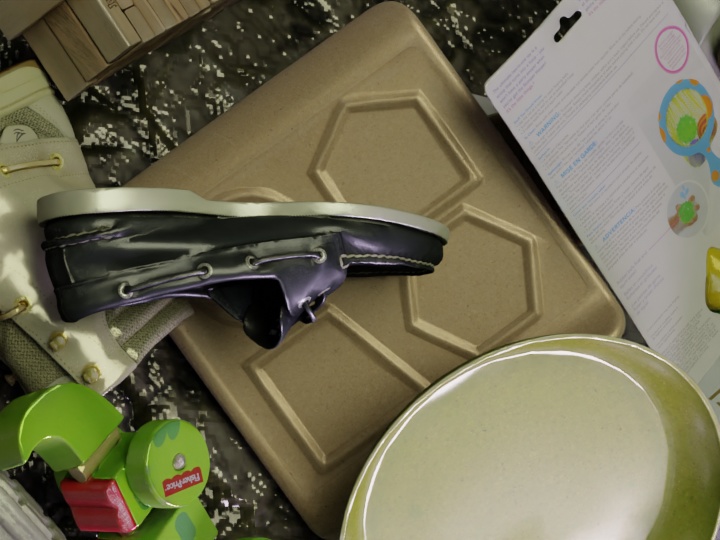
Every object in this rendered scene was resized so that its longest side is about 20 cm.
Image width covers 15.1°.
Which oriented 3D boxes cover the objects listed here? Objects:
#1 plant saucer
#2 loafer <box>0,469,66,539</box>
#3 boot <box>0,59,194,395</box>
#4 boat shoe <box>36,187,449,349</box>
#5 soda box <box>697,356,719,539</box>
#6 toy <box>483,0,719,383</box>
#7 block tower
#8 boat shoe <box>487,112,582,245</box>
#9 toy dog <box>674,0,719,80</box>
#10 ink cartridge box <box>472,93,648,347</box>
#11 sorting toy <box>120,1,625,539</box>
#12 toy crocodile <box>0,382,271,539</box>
[{"bbox_3d":[0.079,0.113,1.301,0.200,0.031,0.200,-9,119,-18],"label":"plant saucer"},{"bbox_3d":[-0.132,0.170,1.201,0.070,0.070,0.200,-40,100,-2],"label":"loafer"},{"bbox_3d":[-0.179,0.010,1.219,0.200,0.072,0.155,-36,95,-38],"label":"boot"},{"bbox_3d":[-0.050,0.002,1.227,0.199,0.074,0.066,4,79,-32],"label":"boat shoe"},{"bbox_3d":[0.216,0.116,1.356,0.200,0.064,0.068,31,50,29],"label":"soda box"},{"bbox_3d":[0.135,-0.050,1.335,0.115,0.047,0.200,-47,115,-24],"label":"toy"},{"bbox_3d":[-0.090,-0.144,1.306,0.058,0.054,0.200,56,38,-1],"label":"block tower"},{"bbox_3d":[0.115,-0.054,1.386,0.200,0.063,0.073,-12,96,-27],"label":"boat shoe"},{"bbox_3d":[0.143,-0.143,1.455,0.200,0.132,0.096,38,96,-9],"label":"toy dog"},{"bbox_3d":[0.073,-0.026,1.401,0.200,0.042,0.119,13,67,-29],"label":"ink cartridge box"},{"bbox_3d":[0.000,0.000,1.309,0.185,0.036,0.200,-36,91,-1],"label":"sorting toy"},{"bbox_3d":[-0.088,0.123,1.213,0.200,0.067,0.062,56,51,-29],"label":"toy crocodile"}]
